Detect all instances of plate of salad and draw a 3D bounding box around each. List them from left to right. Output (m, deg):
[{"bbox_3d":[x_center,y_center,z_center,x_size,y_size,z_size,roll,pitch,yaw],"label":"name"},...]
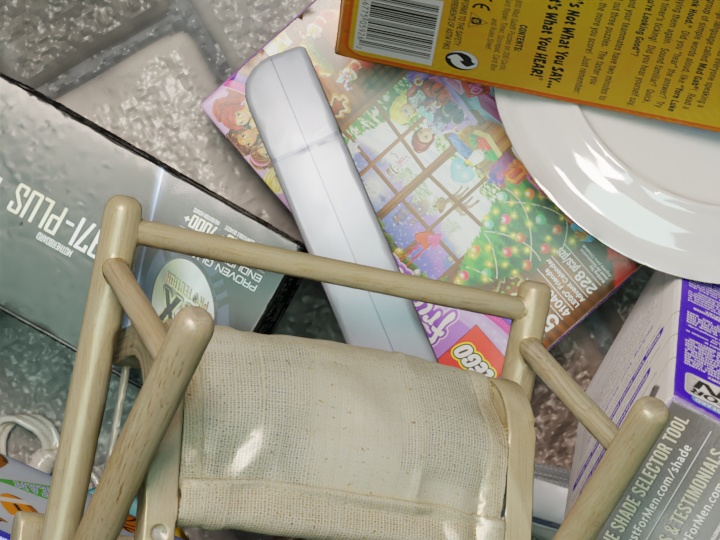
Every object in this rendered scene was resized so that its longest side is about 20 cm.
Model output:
[{"bbox_3d":[0.154,-0.077,1.056,0.199,0.048,0.201,7,59,-11],"label":"plate of salad"}]

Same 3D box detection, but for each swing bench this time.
[{"bbox_3d":[-0.020,0.100,0.875,0.198,0.130,0.201,12,108,-23],"label":"swing bench"}]

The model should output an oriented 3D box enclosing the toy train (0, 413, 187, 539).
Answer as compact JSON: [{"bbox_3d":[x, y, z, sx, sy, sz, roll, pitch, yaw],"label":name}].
[{"bbox_3d":[-0.163,0.178,1.093,0.149,0.056,0.201,22,92,1],"label":"toy train"}]

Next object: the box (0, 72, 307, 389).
[{"bbox_3d":[-0.112,-0.012,1.014,0.163,0.200,0.087,29,90,0],"label":"box"}]

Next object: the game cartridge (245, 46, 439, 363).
[{"bbox_3d":[0.000,0.000,1.006,0.041,0.133,0.201,-23,91,-3],"label":"game cartridge"}]

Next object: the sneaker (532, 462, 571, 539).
[{"bbox_3d":[0.141,0.150,1.075,0.199,0.073,0.071,23,94,3],"label":"sneaker"}]

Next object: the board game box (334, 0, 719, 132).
[{"bbox_3d":[0.109,-0.208,0.970,0.198,0.200,0.201,12,62,1],"label":"board game box"}]

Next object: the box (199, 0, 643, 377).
[{"bbox_3d":[0.038,-0.049,1.089,0.137,0.039,0.200,-42,90,3],"label":"box"}]

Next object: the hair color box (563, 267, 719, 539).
[{"bbox_3d":[0.140,0.070,0.996,0.064,0.200,0.110,27,114,0],"label":"hair color box"}]

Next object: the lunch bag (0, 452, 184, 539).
[{"bbox_3d":[-0.141,0.143,0.984,0.199,0.160,0.076,21,98,6],"label":"lunch bag"}]
